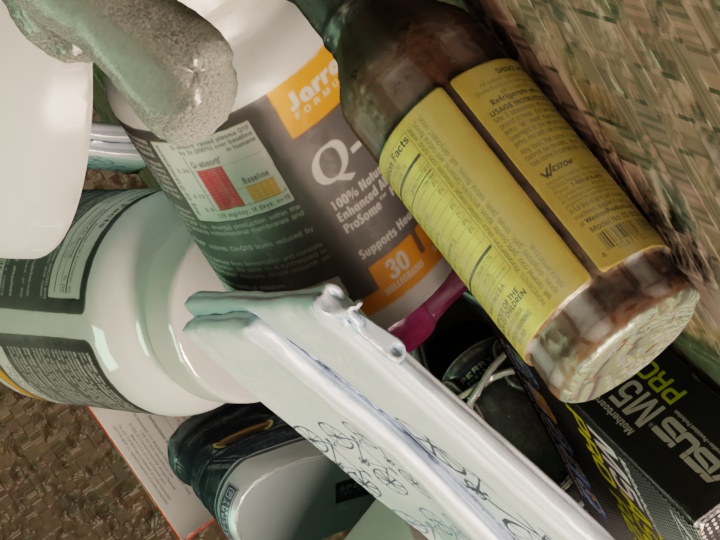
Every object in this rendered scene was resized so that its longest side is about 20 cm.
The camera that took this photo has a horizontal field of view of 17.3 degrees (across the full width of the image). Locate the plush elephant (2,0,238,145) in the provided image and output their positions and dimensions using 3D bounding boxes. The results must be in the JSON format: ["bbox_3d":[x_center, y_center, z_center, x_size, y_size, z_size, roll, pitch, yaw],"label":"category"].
[{"bbox_3d":[-0.086,-0.167,0.816,0.199,0.155,0.165,23,124,5],"label":"plush elephant"}]

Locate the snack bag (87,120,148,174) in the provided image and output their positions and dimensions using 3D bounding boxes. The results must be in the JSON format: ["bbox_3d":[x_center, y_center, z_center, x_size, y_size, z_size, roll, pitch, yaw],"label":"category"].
[{"bbox_3d":[-0.097,-0.060,1.191,0.188,0.199,0.022,-174,88,-73],"label":"snack bag"}]

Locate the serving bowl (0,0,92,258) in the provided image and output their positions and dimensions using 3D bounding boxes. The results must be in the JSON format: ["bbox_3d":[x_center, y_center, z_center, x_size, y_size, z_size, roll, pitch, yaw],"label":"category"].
[{"bbox_3d":[-0.179,-0.102,1.017,0.200,0.066,0.201,24,117,60],"label":"serving bowl"}]

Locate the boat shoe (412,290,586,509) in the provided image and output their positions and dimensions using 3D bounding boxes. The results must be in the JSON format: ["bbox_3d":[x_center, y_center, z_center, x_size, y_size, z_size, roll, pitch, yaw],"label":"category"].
[{"bbox_3d":[0.063,0.066,1.147,0.071,0.072,0.200,54,177,-32],"label":"boat shoe"}]

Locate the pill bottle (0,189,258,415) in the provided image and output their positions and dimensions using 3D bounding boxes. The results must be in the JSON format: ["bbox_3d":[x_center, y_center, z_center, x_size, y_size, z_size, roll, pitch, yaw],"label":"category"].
[{"bbox_3d":[-0.113,0.016,1.235,0.200,0.116,0.117,2,131,52],"label":"pill bottle"}]

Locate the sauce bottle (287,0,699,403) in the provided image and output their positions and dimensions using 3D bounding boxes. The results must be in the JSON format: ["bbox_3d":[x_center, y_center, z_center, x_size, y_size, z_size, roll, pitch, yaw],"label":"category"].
[{"bbox_3d":[0.037,-0.047,0.827,0.200,0.065,0.065,55,174,21],"label":"sauce bottle"}]

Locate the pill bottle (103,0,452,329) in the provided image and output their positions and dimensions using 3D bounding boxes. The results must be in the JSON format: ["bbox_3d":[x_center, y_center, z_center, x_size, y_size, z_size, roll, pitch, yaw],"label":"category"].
[{"bbox_3d":[-0.041,-0.071,1.027,0.200,0.116,0.116,60,172,-35],"label":"pill bottle"}]

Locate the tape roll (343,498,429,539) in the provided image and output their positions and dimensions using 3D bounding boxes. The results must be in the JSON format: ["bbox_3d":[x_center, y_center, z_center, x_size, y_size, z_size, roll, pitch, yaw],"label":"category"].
[{"bbox_3d":[0.064,0.203,1.176,0.202,0.139,0.203,32,-157,-15],"label":"tape roll"}]

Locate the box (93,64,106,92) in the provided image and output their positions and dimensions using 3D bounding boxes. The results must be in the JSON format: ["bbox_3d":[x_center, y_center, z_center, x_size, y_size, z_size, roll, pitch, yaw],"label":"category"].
[{"bbox_3d":[-0.114,-0.169,1.167,0.176,0.096,0.200,56,173,-6],"label":"box"}]

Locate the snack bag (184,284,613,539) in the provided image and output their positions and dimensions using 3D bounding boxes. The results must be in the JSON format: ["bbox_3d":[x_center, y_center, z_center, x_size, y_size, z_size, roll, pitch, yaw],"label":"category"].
[{"bbox_3d":[0.020,0.074,0.970,0.188,0.021,0.200,42,166,-14],"label":"snack bag"}]

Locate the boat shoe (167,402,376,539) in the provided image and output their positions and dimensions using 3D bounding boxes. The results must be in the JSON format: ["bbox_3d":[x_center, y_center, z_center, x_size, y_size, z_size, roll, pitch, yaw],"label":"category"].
[{"bbox_3d":[-0.001,0.091,1.260,0.091,0.199,0.071,37,128,52],"label":"boat shoe"}]

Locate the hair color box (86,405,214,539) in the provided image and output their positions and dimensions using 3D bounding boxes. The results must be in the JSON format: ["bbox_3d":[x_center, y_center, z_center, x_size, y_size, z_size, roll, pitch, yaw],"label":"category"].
[{"bbox_3d":[-0.051,0.059,1.375,0.102,0.200,0.061,55,174,0],"label":"hair color box"}]

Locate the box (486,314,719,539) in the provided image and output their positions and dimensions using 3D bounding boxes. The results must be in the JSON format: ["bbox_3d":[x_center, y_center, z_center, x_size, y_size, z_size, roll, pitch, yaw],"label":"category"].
[{"bbox_3d":[0.137,0.109,0.947,0.160,0.044,0.200,48,170,51],"label":"box"}]

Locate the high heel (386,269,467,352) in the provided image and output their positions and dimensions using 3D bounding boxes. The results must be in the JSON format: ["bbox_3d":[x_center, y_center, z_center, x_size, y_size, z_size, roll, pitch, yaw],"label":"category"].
[{"bbox_3d":[0.000,0.000,1.172,0.068,0.096,0.200,57,173,-22],"label":"high heel"}]
